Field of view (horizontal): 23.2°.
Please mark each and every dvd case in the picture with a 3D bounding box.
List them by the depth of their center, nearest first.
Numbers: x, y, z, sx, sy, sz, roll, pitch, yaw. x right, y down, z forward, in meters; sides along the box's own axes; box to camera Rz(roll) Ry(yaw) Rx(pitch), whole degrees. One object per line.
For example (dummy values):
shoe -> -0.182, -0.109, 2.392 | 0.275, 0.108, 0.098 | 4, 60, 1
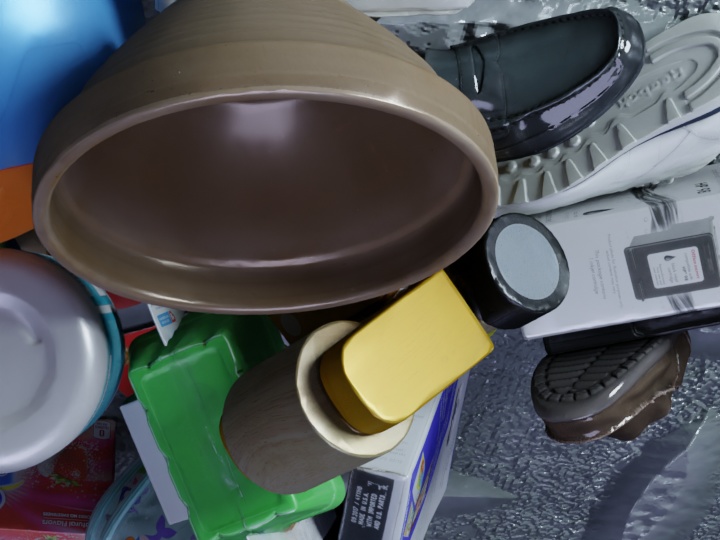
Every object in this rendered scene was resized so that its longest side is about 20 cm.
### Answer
dvd case -> 0.212, 0.012, 1.083 | 0.200, 0.143, 0.018 | -10, 100, 9

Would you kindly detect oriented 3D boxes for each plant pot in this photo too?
plant pot -> -0.042, -0.062, 0.767 | 0.200, 0.093, 0.201 | -3, 155, -1

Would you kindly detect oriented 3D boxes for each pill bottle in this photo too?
pill bottle -> -0.183, 0.045, 0.931 | 0.111, 0.111, 0.200 | -1, 179, -3

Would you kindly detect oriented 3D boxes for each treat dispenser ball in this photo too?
treat dispenser ball -> -0.201, -0.108, 0.818 | 0.201, 0.201, 0.201 | -2, 143, -2

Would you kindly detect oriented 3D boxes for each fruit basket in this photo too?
fruit basket -> -0.071, 0.086, 1.033 | 0.094, 0.185, 0.200 | -23, -177, 4

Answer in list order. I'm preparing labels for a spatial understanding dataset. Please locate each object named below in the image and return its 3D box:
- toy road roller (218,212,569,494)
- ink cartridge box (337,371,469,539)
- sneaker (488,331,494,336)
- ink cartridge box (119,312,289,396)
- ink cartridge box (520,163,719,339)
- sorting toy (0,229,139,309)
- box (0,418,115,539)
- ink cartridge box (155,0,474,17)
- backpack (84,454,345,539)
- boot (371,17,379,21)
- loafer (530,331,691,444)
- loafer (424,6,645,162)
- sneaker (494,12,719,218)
toy road roller -> -0.005, 0.007, 0.916 | 0.146, 0.200, 0.123 | 54, 141, -3
ink cartridge box -> 0.028, 0.136, 1.152 | 0.043, 0.200, 0.198 | 17, 128, 10
sneaker -> 0.000, 0.000, 1.063 | 0.200, 0.074, 0.082 | 20, 175, -43
ink cartridge box -> -0.070, 0.083, 1.212 | 0.200, 0.050, 0.161 | -18, 141, 15
ink cartridge box -> 0.189, -0.019, 1.032 | 0.200, 0.116, 0.067 | -10, 100, 9
sorting toy -> -0.208, -0.042, 1.015 | 0.198, 0.070, 0.200 | -11, 142, 10
box -> -0.279, 0.164, 1.259 | 0.200, 0.100, 0.096 | 6, 142, -11
ink cartridge box -> -0.021, -0.214, 0.749 | 0.146, 0.084, 0.200 | -1, 128, -4
backpack -> -0.094, 0.187, 1.191 | 0.150, 0.178, 0.200 | 34, 162, 27
boot -> -0.071, -0.151, 0.889 | 0.138, 0.078, 0.200 | 27, 120, -29
loafer -> 0.165, 0.071, 1.069 | 0.073, 0.071, 0.200 | -7, -170, 30
loafer -> 0.061, -0.094, 0.967 | 0.200, 0.068, 0.070 | -22, 147, 29
sneaker -> 0.146, -0.071, 1.007 | 0.200, 0.077, 0.080 | -20, 149, 23
